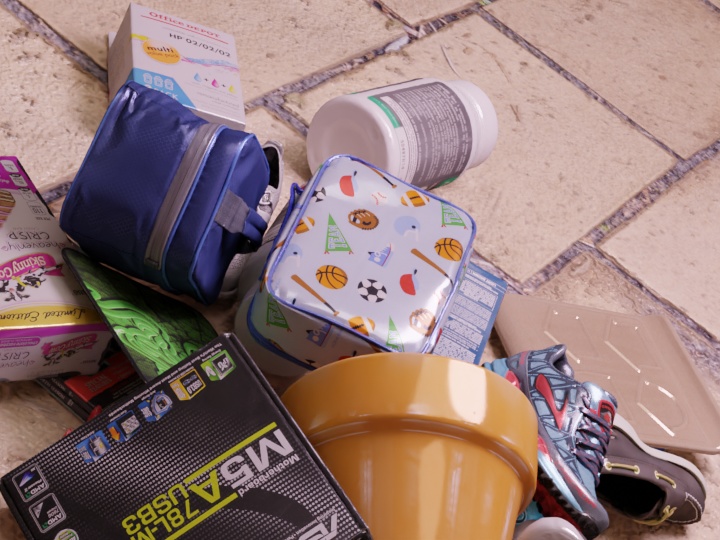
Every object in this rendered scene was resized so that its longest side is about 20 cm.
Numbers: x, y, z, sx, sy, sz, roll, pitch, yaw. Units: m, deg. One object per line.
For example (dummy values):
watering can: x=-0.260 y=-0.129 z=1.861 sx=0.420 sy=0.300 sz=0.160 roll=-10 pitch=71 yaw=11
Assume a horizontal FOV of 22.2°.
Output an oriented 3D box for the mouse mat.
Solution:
mouse mat: x=-0.141 y=0.061 z=1.427 sx=0.161 sy=0.008 sz=0.200 roll=53 pitch=13 yaw=32

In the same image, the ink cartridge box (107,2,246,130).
ink cartridge box: x=-0.182 y=-0.189 z=1.783 sx=0.114 sy=0.068 sz=0.201 roll=16 pitch=34 yaw=-21

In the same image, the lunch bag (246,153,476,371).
lunch bag: x=0.000 y=0.000 z=1.469 sx=0.159 sy=0.076 sz=0.201 roll=24 pitch=45 yaw=1

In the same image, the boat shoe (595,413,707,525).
boat shoe: x=0.236 y=0.185 z=1.571 sx=0.201 sy=0.071 sz=0.061 roll=34 pitch=44 yaw=-41

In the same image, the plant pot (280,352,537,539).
plant pot: x=0.030 y=0.190 z=1.323 sx=0.199 sy=0.200 sz=0.184 roll=17 pitch=52 yaw=-19

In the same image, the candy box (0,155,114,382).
candy box: x=-0.290 y=-0.004 z=1.407 sx=0.136 sy=0.061 sz=0.200 roll=-3 pitch=45 yaw=-42

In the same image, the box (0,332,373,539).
box: x=-0.120 y=0.168 z=1.249 sx=0.199 sy=0.048 sz=0.193 roll=-32 pitch=55 yaw=-8

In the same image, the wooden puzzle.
wooden puzzle: x=0.231 y=0.105 z=1.730 sx=0.199 sy=0.046 sz=0.186 roll=6 pitch=38 yaw=-26

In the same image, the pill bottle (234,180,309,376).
pill bottle: x=-0.041 y=0.006 z=1.583 sx=0.110 sy=0.111 sz=0.200 roll=29 pitch=32 yaw=0

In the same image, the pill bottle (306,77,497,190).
pill bottle: x=0.047 y=-0.133 z=1.845 sx=0.113 sy=0.114 sz=0.199 roll=43 pitch=35 yaw=22

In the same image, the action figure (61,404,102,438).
action figure: x=-0.120 y=0.158 z=1.327 sx=0.199 sy=0.099 sz=0.065 roll=37 pitch=34 yaw=7

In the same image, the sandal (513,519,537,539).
sandal: x=0.126 y=0.286 z=1.383 sx=0.082 sy=0.050 sz=0.204 roll=39 pitch=43 yaw=-29

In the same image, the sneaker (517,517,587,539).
sneaker: x=0.161 y=0.247 z=1.346 sx=0.076 sy=0.201 sz=0.082 roll=-13 pitch=32 yaw=18

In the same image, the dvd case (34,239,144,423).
dvd case: x=-0.223 y=0.047 z=1.466 sx=0.200 sy=0.022 sz=0.146 roll=39 pitch=33 yaw=12

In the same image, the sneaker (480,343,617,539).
sneaker: x=0.164 y=0.126 z=1.459 sx=0.095 sy=0.080 sz=0.201 roll=-23 pitch=43 yaw=-2

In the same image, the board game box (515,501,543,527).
board game box: x=0.125 y=0.203 z=1.519 sx=0.135 sy=0.028 sz=0.200 roll=28 pitch=32 yaw=-5

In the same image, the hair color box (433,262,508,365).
hair color box: x=0.064 y=0.081 z=1.572 sx=0.060 sy=0.100 sz=0.200 roll=28 pitch=33 yaw=0

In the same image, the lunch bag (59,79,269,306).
lunch bag: x=-0.144 y=-0.052 z=1.471 sx=0.132 sy=0.137 sz=0.200 roll=24 pitch=-6 yaw=7

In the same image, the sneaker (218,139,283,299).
sneaker: x=-0.116 y=-0.052 z=1.629 sx=0.074 sy=0.082 sz=0.201 roll=25 pitch=35 yaw=-6
